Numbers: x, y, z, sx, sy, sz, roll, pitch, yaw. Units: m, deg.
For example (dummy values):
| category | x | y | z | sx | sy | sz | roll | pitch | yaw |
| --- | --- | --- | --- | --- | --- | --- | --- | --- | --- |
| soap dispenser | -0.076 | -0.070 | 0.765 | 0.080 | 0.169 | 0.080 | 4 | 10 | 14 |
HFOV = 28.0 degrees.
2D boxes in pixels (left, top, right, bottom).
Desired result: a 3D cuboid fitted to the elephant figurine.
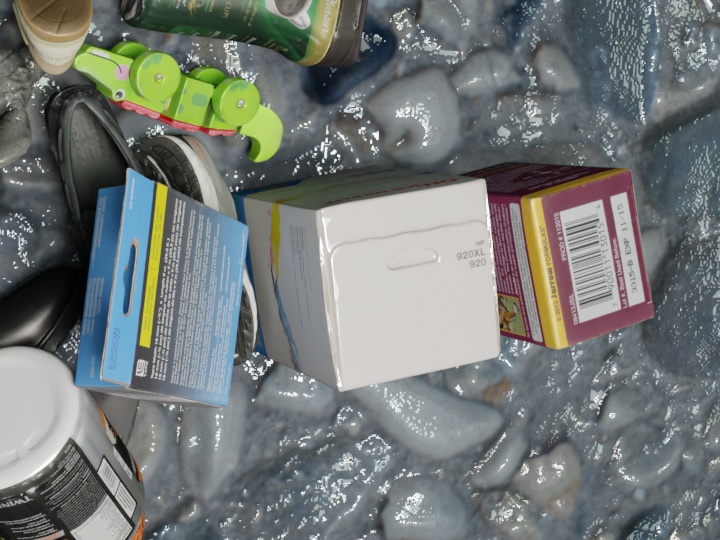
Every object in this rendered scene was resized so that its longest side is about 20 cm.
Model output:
| category | x | y | z | sx | sy | sz | roll | pitch | yaw |
| --- | --- | --- | --- | --- | --- | --- | --- | --- | --- |
| elephant figurine | -0.298 | -0.120 | 1.049 | 0.200 | 0.155 | 0.142 | -34 | 144 | -5 |

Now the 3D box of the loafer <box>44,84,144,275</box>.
| category | x | y | z | sx | sy | sz | roll | pitch | yaw |
| --- | --- | --- | --- | --- | --- | --- | --- | --- | --- |
| loafer | -0.192 | -0.044 | 1.108 | 0.068 | 0.070 | 0.201 | -20 | 107 | -11 |

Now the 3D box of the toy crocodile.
| category | x | y | z | sx | sy | sz | roll | pitch | yaw |
| --- | --- | --- | --- | --- | --- | --- | --- | --- | --- |
| toy crocodile | -0.147 | -0.139 | 1.153 | 0.200 | 0.067 | 0.062 | 14 | 98 | -40 |

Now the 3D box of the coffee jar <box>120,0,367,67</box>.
| category | x | y | z | sx | sy | sz | roll | pitch | yaw |
| --- | --- | --- | --- | --- | --- | --- | --- | --- | --- |
| coffee jar | -0.088 | -0.229 | 1.172 | 0.200 | 0.085 | 0.105 | 10 | 89 | -25 |

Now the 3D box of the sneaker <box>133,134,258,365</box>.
| category | x | y | z | sx | sy | sz | roll | pitch | yaw |
| --- | --- | --- | --- | --- | --- | --- | --- | --- | --- |
| sneaker | -0.123 | -0.019 | 1.185 | 0.074 | 0.079 | 0.201 | -11 | 101 | 21 |

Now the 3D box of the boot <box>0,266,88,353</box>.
| category | x | y | z | sx | sy | sz | roll | pitch | yaw |
| --- | --- | --- | --- | --- | --- | --- | --- | --- | --- |
| boot | -0.325 | 0.038 | 1.106 | 0.162 | 0.073 | 0.198 | 42 | 81 | -21 |

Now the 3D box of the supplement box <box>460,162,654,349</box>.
| category | x | y | z | sx | sy | sz | roll | pitch | yaw |
| --- | --- | --- | --- | --- | --- | --- | --- | --- | --- |
| supplement box | 0.148 | -0.018 | 1.243 | 0.103 | 0.200 | 0.131 | -17 | 103 | -22 |

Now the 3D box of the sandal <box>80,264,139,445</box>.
| category | x | y | z | sx | sy | sz | roll | pitch | yaw |
| --- | --- | --- | --- | --- | --- | --- | --- | --- | --- |
| sandal | -0.196 | 0.062 | 1.181 | 0.076 | 0.043 | 0.201 | 6 | 94 | -25 |

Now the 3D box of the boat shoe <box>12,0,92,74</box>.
| category | x | y | z | sx | sy | sz | roll | pitch | yaw |
| --- | --- | --- | --- | --- | --- | --- | --- | --- | --- |
| boat shoe | -0.241 | -0.243 | 1.089 | 0.072 | 0.065 | 0.200 | -5 | 65 | -19 |

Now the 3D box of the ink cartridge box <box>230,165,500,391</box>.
| category | x | y | z | sx | sy | sz | roll | pitch | yaw |
| --- | --- | --- | --- | --- | --- | --- | --- | --- | --- |
| ink cartridge box | 0.000 | 0.000 | 1.177 | 0.147 | 0.200 | 0.145 | -11 | 101 | -23 |

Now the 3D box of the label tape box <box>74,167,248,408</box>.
| category | x | y | z | sx | sy | sz | roll | pitch | yaw |
| --- | --- | --- | --- | --- | --- | --- | --- | --- | --- |
| label tape box | -0.154 | 0.017 | 1.031 | 0.200 | 0.063 | 0.145 | 29 | 66 | -68 |

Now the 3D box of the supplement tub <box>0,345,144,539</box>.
| category | x | y | z | sx | sy | sz | roll | pitch | yaw |
| --- | --- | --- | --- | --- | --- | --- | --- | --- | --- |
| supplement tub | -0.235 | 0.154 | 1.082 | 0.122 | 0.123 | 0.200 | -39 | 149 | -15 |
